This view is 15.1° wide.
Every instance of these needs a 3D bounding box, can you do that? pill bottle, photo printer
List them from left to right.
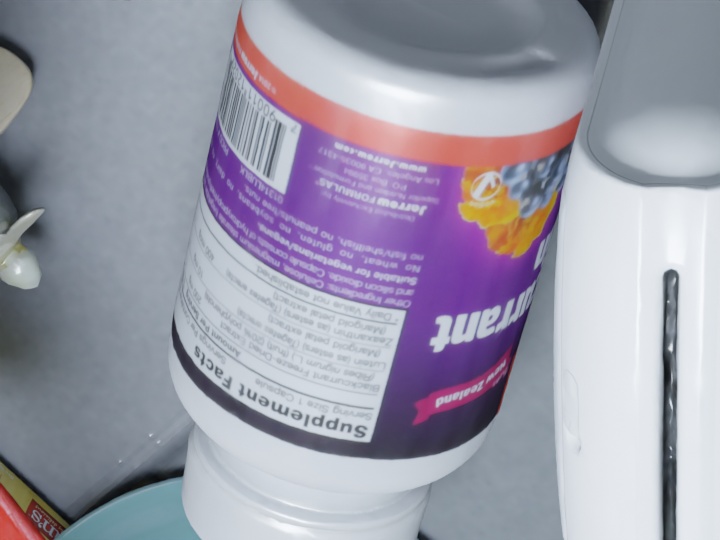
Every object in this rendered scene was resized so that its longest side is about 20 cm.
[{"bbox_3d":[0.000,0.000,0.868,0.111,0.111,0.200,16,122,3],"label":"pill bottle"},{"bbox_3d":[0.100,0.003,0.795,0.069,0.200,0.167,3,119,11],"label":"photo printer"}]

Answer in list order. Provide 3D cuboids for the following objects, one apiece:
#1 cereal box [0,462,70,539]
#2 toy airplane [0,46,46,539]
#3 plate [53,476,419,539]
[{"bbox_3d":[-0.213,0.122,1.029,0.200,0.040,0.144,-38,105,27],"label":"cereal box"},{"bbox_3d":[-0.200,0.028,0.894,0.200,0.200,0.141,-7,161,5],"label":"toy airplane"},{"bbox_3d":[-0.045,0.171,0.962,0.200,0.026,0.201,0,86,0],"label":"plate"}]
